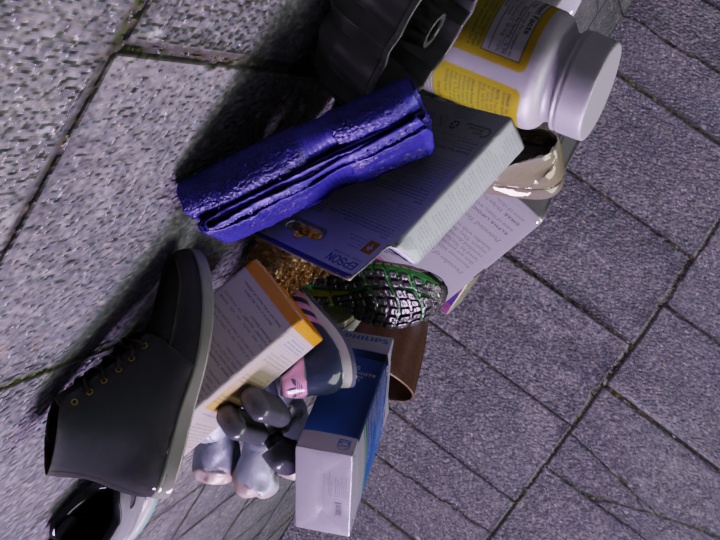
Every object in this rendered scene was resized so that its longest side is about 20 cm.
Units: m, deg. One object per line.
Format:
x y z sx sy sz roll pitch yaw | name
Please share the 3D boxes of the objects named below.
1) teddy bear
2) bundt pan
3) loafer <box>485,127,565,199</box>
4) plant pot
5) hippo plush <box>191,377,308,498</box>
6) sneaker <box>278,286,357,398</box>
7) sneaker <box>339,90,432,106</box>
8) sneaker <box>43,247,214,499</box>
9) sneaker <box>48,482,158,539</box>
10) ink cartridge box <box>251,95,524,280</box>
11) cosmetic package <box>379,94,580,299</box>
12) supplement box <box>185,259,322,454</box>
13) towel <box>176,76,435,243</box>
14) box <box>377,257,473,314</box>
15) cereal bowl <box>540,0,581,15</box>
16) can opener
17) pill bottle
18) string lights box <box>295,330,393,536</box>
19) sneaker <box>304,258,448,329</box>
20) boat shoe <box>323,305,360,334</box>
-0.032 -0.033 1.211 0.198 0.068 0.145 -17 -164 -14 | teddy bear
0.032 -0.216 0.989 0.203 0.075 0.202 -53 170 -13 | bundt pan
0.104 -0.114 1.160 0.069 0.197 0.076 101 -15 -47 | loafer
0.023 0.052 1.695 0.187 0.185 0.202 97 15 -72 | plant pot
-0.114 0.142 1.260 0.199 0.160 0.161 -37 160 -2 | hippo plush
-0.081 0.060 1.201 0.081 0.200 0.071 -15 119 -24 | sneaker
0.013 -0.146 1.216 0.200 0.060 0.105 -44 165 -31 | sneaker
-0.182 0.074 0.953 0.075 0.105 0.203 -8 -109 65 | sneaker
-0.282 0.283 1.189 0.202 0.077 0.140 -65 169 1 | sneaker
0.009 -0.072 1.040 0.200 0.199 0.041 -44 127 -17 | ink cartridge box
0.108 -0.105 1.332 0.200 0.165 0.165 -44 -170 49 | cosmetic package
-0.137 0.089 1.069 0.199 0.074 0.126 -40 168 -3 | supplement box
-0.035 -0.075 0.943 0.198 0.050 0.148 -24 170 4 | towel
0.100 -0.080 1.526 0.201 0.175 0.097 -57 172 13 | box
0.201 -0.307 1.529 0.201 0.083 0.200 -54 171 -12 | cereal bowl
-0.080 0.152 1.125 0.053 0.067 0.200 -36 168 -1 | can opener
0.133 -0.200 1.127 0.115 0.198 0.115 -55 161 -30 | pill bottle
-0.014 0.160 1.231 0.201 0.058 0.104 -67 163 -57 | string lights box
0.000 0.000 1.292 0.085 0.198 0.079 -58 155 -46 | sneaker
-0.025 0.032 1.386 0.201 0.074 0.069 -84 176 -61 | boat shoe
